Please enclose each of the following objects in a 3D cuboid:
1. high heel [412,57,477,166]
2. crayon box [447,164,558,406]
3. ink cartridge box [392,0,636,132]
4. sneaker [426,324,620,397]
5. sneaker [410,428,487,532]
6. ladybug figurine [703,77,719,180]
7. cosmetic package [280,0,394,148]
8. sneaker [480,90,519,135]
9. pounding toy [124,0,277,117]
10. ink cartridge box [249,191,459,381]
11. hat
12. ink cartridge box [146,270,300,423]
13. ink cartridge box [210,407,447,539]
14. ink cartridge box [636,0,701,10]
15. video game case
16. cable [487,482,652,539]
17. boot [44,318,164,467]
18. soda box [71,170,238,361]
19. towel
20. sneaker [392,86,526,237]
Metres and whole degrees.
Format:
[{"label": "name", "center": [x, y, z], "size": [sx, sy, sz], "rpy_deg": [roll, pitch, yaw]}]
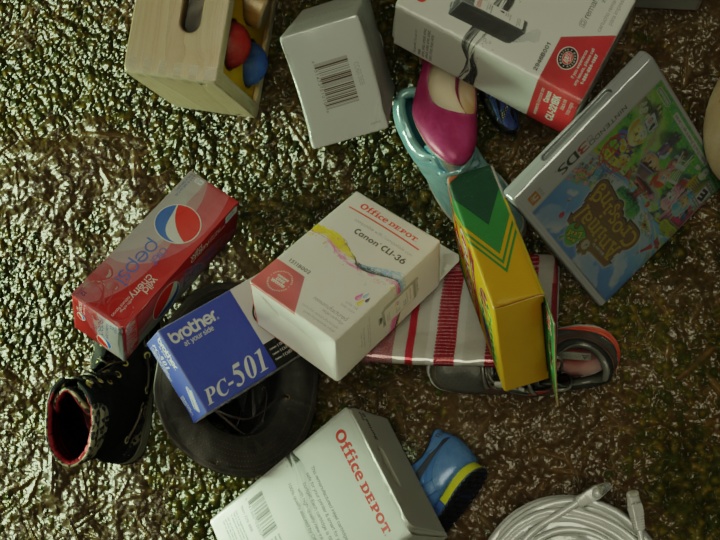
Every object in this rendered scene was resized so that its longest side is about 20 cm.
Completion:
[{"label": "high heel", "center": [0.097, -0.198, 1.149], "size": [0.066, 0.097, 0.202], "rpy_deg": [15, 47, -13]}, {"label": "crayon box", "center": [0.133, 0.017, 1.084], "size": [0.050, 0.128, 0.202], "rpy_deg": [-15, 48, -1]}, {"label": "ink cartridge box", "center": [0.146, -0.247, 1.103], "size": [0.198, 0.084, 0.146], "rpy_deg": [28, 77, 8]}, {"label": "sneaker", "center": [0.161, 0.091, 1.161], "size": [0.196, 0.082, 0.079], "rpy_deg": [-8, 100, 10]}, {"label": "sneaker", "center": [0.045, 0.254, 1.192], "size": [0.078, 0.066, 0.201], "rpy_deg": [39, 96, 31]}, {"label": "ladybug figurine", "center": [0.417, -0.162, 1.124], "size": [0.136, 0.072, 0.201], "rpy_deg": [42, 78, -9]}, {"label": "cosmetic package", "center": [-0.018, -0.204, 1.156], "size": [0.080, 0.200, 0.115], "rpy_deg": [-14, 106, 7]}, {"label": "sneaker", "center": [0.161, -0.242, 1.203], "size": [0.077, 0.075, 0.204], "rpy_deg": [2, 87, 7]}, {"label": "pounding toy", "center": [-0.141, -0.280, 1.205], "size": [0.139, 0.184, 0.204], "rpy_deg": [9, 87, 11]}, {"label": "ink cartridge box", "center": [0.000, 0.000, 1.155], "size": [0.116, 0.068, 0.200], "rpy_deg": [31, 56, 27]}, {"label": "hat", "center": [-0.137, 0.120, 1.216], "size": [0.197, 0.081, 0.204], "rpy_deg": [10, 68, -24]}, {"label": "ink cartridge box", "center": [-0.108, 0.062, 1.177], "size": [0.199, 0.044, 0.095], "rpy_deg": [-31, 86, -34]}, {"label": "ink cartridge box", "center": [-0.033, 0.255, 1.149], "size": [0.199, 0.084, 0.147], "rpy_deg": [-40, 59, 18]}, {"label": "ink cartridge box", "center": [0.285, -0.378, 1.183], "size": [0.142, 0.083, 0.204], "rpy_deg": [5, 87, 12]}, {"label": "video game case", "center": [0.251, -0.081, 1.122], "size": [0.182, 0.200, 0.022], "rpy_deg": [-45, 42, 3]}, {"label": "cable", "center": [0.207, 0.323, 1.147], "size": [0.197, 0.069, 0.203], "rpy_deg": [-19, 83, 9]}, {"label": "boot", "center": [-0.264, 0.104, 1.210], "size": [0.072, 0.154, 0.208], "rpy_deg": [3, 86, 11]}, {"label": "soda box", "center": [-0.210, -0.008, 1.206], "size": [0.069, 0.064, 0.201], "rpy_deg": [31, 56, 10]}, {"label": "towel", "center": [0.100, 0.037, 1.172], "size": [0.196, 0.023, 0.146], "rpy_deg": [1, 47, 11]}, {"label": "sneaker", "center": [0.095, -0.105, 1.197], "size": [0.074, 0.082, 0.201], "rpy_deg": [-42, 79, 6]}]
